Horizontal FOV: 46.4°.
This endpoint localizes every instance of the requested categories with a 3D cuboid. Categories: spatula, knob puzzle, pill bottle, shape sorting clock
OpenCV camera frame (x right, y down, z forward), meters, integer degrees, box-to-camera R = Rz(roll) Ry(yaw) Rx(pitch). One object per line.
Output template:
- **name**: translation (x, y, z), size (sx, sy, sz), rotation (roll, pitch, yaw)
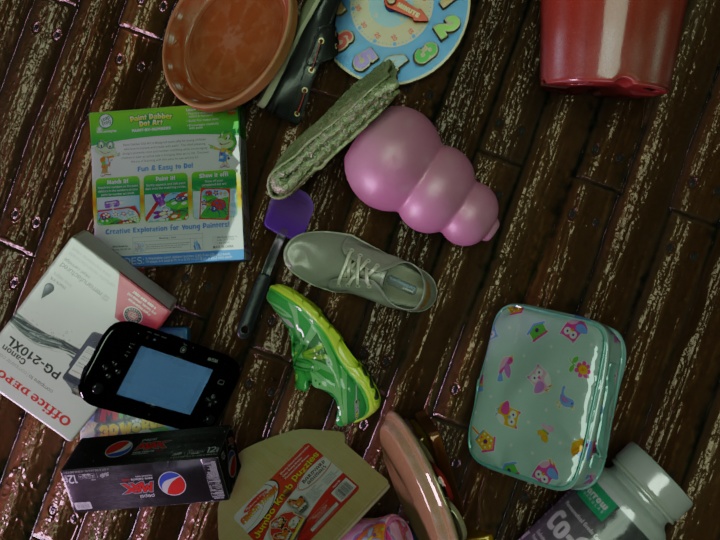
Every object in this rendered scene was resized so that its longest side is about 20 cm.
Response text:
- **spatula**: translation (-0.114, -0.008, 1.058), size (0.056, 0.021, 0.203), rotation (20, 92, -10)
- **knob puzzle**: translation (-0.084, 0.270, 0.993), size (0.217, 0.221, 0.031), rotation (-25, 129, 4)
- **pill bottle**: translation (0.274, 0.300, 0.964), size (0.200, 0.113, 0.113), rotation (-45, 85, 2)
- **shape sorting clock**: translation (0.039, -0.332, 1.049), size (0.196, 0.039, 0.204), rotation (0, 87, 5)

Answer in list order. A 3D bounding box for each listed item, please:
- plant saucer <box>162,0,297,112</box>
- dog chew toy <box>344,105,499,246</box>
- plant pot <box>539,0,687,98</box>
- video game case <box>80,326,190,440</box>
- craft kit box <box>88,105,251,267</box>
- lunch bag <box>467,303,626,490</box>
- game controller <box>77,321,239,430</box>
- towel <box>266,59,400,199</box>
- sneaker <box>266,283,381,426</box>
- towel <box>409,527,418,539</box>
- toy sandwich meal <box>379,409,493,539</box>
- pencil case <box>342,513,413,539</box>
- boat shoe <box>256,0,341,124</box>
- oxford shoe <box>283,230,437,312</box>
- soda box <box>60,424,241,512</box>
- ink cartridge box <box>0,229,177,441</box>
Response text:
- **plant saucer**: translation (-0.160, -0.290, 1.037), size (0.198, 0.032, 0.204), rotation (-9, 72, 28)
- **dog chew toy**: translation (0.080, -0.104, 1.000), size (0.199, 0.125, 0.125), rotation (35, 91, -3)
- **plant pot**: translation (0.286, -0.304, 0.958), size (0.197, 0.201, 0.199), rotation (5, 97, 6)
- **video game case**: translation (-0.287, 0.174, 1.069), size (0.141, 0.018, 0.204), rotation (-1, 87, 6)
- **craft kit box**: translation (-0.241, -0.105, 1.065), size (0.196, 0.049, 0.201), rotation (-3, 90, 5)
- **lunch bag**: translation (0.216, 0.148, 0.964), size (0.159, 0.077, 0.203), rotation (11, 86, 36)
- **game controller**: translation (-0.233, 0.128, 0.993), size (0.105, 0.199, 0.042), rotation (-56, 45, 7)
- **towel**: translation (-0.032, -0.169, 0.991), size (0.200, 0.149, 0.037), rotation (-41, 105, 12)
- **sneaker**: translation (-0.057, 0.103, 1.023), size (0.083, 0.074, 0.201), rotation (-37, 85, -1)
- **towel**: translation (0.083, 0.400, 1.010), size (0.199, 0.049, 0.112), rotation (38, 91, 6)
- **toy sandwich meal**: translation (0.084, 0.238, 0.946), size (0.069, 0.205, 0.208), rotation (-21, 86, -12)
- **pencil case**: translation (-0.035, 0.339, 0.978), size (0.197, 0.087, 0.089), rotation (-18, 86, 24)
- **boat shoe**: translation (-0.058, -0.280, 1.032), size (0.062, 0.074, 0.203), rotation (24, 101, -15)
- **oxford shoe**: translation (0.000, 0.000, 1.027), size (0.197, 0.058, 0.076), rotation (19, 92, 4)
- **soda box**: translation (-0.249, 0.237, 1.008), size (0.196, 0.071, 0.064), rotation (-6, 112, 8)
- **ink cartridge box**: translation (-0.339, 0.078, 1.009), size (0.144, 0.084, 0.201), rotation (38, 93, -11)
